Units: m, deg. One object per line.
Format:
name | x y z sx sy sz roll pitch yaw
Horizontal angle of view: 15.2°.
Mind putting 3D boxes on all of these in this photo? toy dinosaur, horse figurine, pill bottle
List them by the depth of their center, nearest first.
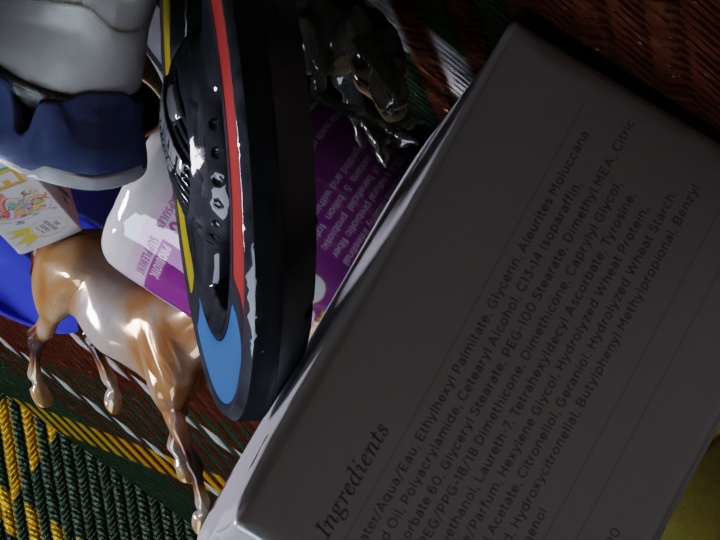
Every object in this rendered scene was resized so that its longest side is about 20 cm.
toy dinosaur | -0.028 -0.081 1.047 0.200 0.047 0.088 21 150 47
pill bottle | 0.000 0.000 1.140 0.200 0.113 0.112 32 169 3
horse figurine | -0.109 0.032 1.277 0.200 0.050 0.133 36 136 39

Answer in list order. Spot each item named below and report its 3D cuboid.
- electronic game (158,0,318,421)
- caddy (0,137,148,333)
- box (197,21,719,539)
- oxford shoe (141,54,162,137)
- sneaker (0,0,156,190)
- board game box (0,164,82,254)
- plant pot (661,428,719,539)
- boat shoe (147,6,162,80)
electronic game | -0.049 -0.047 0.942 0.041 0.201 0.200 -5 174 -10
caddy | -0.154 -0.047 1.393 0.141 0.105 0.200 0 153 27
box | 0.046 0.044 0.977 0.130 0.200 0.199 30 169 -2
oxford shoe | -0.167 -0.079 1.054 0.199 0.072 0.071 -1 -158 -27
sneaker | -0.125 -0.127 0.986 0.080 0.115 0.199 -3 -146 -41
board game box | -0.187 -0.105 1.207 0.200 0.034 0.135 58 -168 -67
plant pot | 0.148 0.120 1.129 0.200 0.200 0.142 13 134 59
boat shoe | -0.145 -0.119 1.132 0.072 0.068 0.200 23 162 38
